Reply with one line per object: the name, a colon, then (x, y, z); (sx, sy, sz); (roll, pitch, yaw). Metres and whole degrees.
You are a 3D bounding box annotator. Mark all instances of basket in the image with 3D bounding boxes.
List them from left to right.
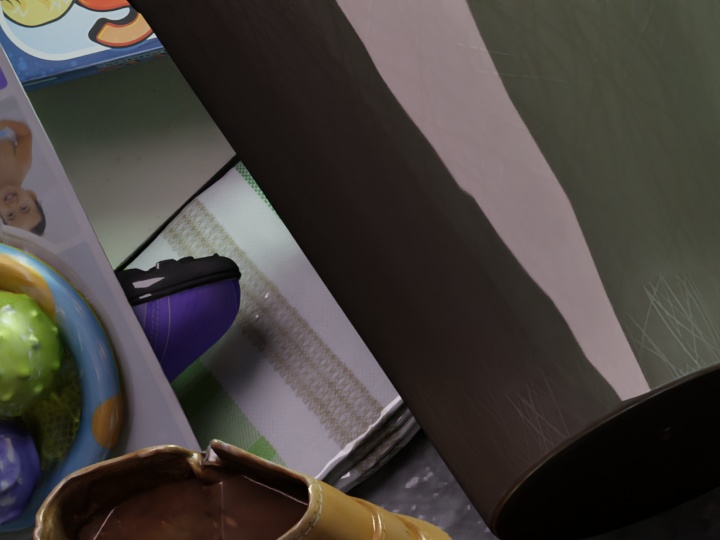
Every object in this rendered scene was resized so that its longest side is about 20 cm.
basket: (0.048, -0.034, 0.765); (0.180, 0.136, 0.201); (-20, 67, -8)

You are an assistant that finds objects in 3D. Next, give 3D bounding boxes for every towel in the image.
towel: (0.000, 0.000, 0.883); (0.200, 0.031, 0.149); (-42, 42, 0)

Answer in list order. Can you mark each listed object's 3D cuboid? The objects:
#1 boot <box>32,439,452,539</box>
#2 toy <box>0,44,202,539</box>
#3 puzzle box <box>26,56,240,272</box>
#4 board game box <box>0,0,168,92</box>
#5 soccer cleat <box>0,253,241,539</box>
boot: (0.025, 0.093, 0.696); (0.199, 0.155, 0.074); (-14, 49, 24)
toy: (-0.130, 0.024, 0.811); (0.115, 0.201, 0.047); (-23, 2, 21)
puzzle box: (-0.100, -0.075, 0.945); (0.200, 0.025, 0.133); (-43, 86, -7)
board game box: (-0.040, -0.149, 0.900); (0.199, 0.034, 0.136); (-15, 89, 1)
soccer cleat: (-0.113, 0.061, 0.869); (0.200, 0.068, 0.073); (-30, 78, 20)
